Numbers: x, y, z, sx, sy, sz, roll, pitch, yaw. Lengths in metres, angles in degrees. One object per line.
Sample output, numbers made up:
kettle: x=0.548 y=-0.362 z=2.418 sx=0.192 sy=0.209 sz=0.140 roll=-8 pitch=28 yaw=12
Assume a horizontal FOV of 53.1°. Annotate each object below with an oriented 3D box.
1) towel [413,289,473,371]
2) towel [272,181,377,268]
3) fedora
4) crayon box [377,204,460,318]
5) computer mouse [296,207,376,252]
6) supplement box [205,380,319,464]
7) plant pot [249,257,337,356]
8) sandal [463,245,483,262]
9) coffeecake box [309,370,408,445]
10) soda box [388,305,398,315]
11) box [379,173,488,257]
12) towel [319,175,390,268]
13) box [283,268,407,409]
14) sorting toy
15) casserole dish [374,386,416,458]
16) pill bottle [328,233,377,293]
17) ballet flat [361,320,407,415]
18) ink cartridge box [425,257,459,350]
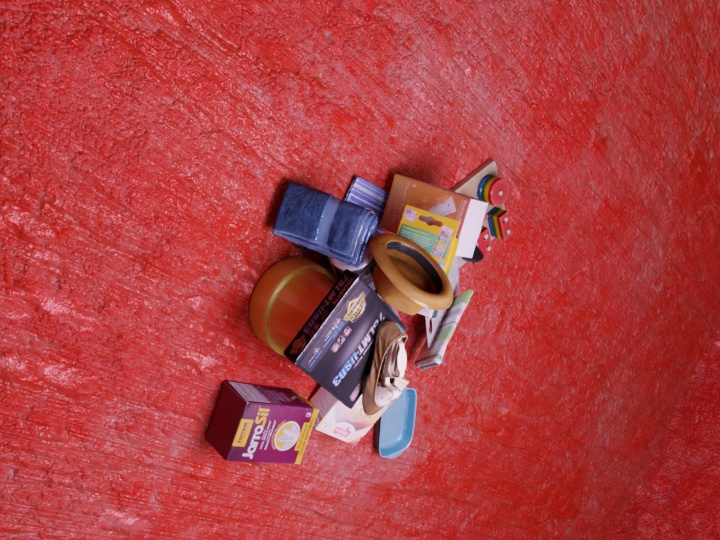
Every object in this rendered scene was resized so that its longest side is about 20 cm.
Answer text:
towel: x=0.206 y=0.148 z=1.752 sx=0.030 sy=0.149 sz=0.202 roll=33 pitch=70 yaw=-8
towel: x=-0.071 y=-0.092 z=1.396 sx=0.114 sy=0.197 sz=0.048 roll=-70 pitch=164 yaw=7
fedora: x=0.084 y=0.018 z=1.382 sx=0.198 sy=0.202 sz=0.082 roll=5 pitch=132 yaw=-42
crayon box: x=0.123 y=-0.018 z=1.479 sx=0.051 sy=0.124 sz=0.204 roll=9 pitch=99 yaw=-71
computer mouse: x=-0.042 y=-0.097 z=1.496 sx=0.196 sy=0.044 sz=0.112 roll=-4 pitch=103 yaw=-29
supplement box: x=-0.204 y=0.320 z=1.508 sx=0.198 sy=0.103 sz=0.133 roll=15 pitch=98 yaw=-43
plant pot: x=-0.096 y=0.097 z=1.454 sx=0.198 sy=0.188 sz=0.205 roll=-17 pitch=118 yaw=-34
sandal: x=0.225 y=-0.101 z=1.681 sx=0.201 sy=0.045 sz=0.075 roll=50 pitch=34 yaw=-8
coffeecake box: x=-0.010 y=0.287 z=1.652 sx=0.201 sy=0.073 sz=0.153 roll=-51 pitch=134 yaw=7
soda box: x=-0.005 y=0.143 z=1.578 sx=0.197 sy=0.069 sz=0.064 roll=-29 pitch=128 yaw=5
box: x=0.159 y=-0.120 z=1.569 sx=0.097 sy=0.197 sz=0.127 roll=3 pitch=106 yaw=-57
towel: x=-0.001 y=-0.090 z=1.574 sx=0.144 sy=0.024 sz=0.203 roll=21 pitch=92 yaw=-44
box: x=-0.023 y=0.134 z=1.372 sx=0.201 sy=0.049 sz=0.199 roll=-52 pitch=131 yaw=-10
sorting toy: x=0.299 y=-0.134 z=1.785 sx=0.199 sy=0.069 sz=0.201 roll=-37 pitch=128 yaw=-23
casserole dish: x=0.085 y=0.380 z=1.827 sx=0.119 sy=0.039 sz=0.204 roll=-11 pitch=113 yaw=-37
pill bottle: x=0.000 y=0.000 z=1.506 sx=0.106 sy=0.106 sz=0.201 roll=-48 pitch=154 yaw=-15
ballet flat: x=0.053 y=0.199 z=1.384 sx=0.067 sy=0.072 sz=0.204 roll=1 pitch=108 yaw=-44
ink cartridge box: x=0.178 y=0.061 z=1.707 sx=0.201 sy=0.056 sz=0.164 roll=-57 pitch=155 yaw=-27
